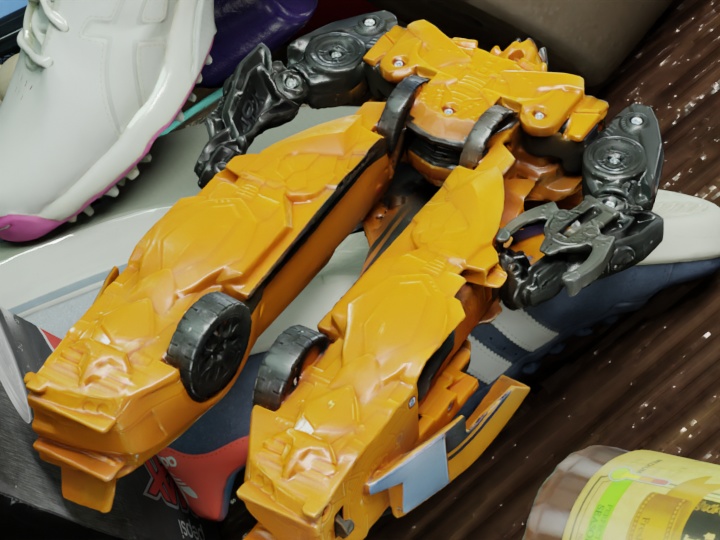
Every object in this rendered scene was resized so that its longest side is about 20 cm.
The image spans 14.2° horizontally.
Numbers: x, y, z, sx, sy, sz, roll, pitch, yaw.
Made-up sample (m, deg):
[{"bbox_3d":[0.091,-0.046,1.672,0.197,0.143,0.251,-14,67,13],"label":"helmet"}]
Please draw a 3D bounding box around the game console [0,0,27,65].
[{"bbox_3d":[-0.131,-0.190,1.142,0.199,0.119,0.173,-25,46,10],"label":"game console"}]

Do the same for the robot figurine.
[{"bbox_3d":[0.000,0.000,0.832,0.144,0.058,0.200,23,48,23],"label":"robot figurine"}]

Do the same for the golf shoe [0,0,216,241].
[{"bbox_3d":[-0.078,-0.105,0.918,0.201,0.091,0.075,-56,32,2],"label":"golf shoe"}]

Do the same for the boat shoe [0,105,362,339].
[{"bbox_3d":[-0.073,0.005,0.961,0.200,0.072,0.070,-20,26,-5],"label":"boat shoe"}]

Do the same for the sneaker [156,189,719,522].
[{"bbox_3d":[0.026,0.028,0.921,0.199,0.085,0.075,-13,13,-8],"label":"sneaker"}]

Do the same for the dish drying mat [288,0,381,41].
[{"bbox_3d":[-0.061,-0.138,1.004,0.076,0.200,0.018,-11,59,21],"label":"dish drying mat"}]

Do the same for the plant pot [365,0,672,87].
[{"bbox_3d":[0.068,-0.163,0.984,0.200,0.200,0.175,22,86,39],"label":"plant pot"}]

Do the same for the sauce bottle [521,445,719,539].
[{"bbox_3d":[0.132,0.091,0.784,0.199,0.065,0.065,7,58,47],"label":"sauce bottle"}]

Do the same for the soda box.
[{"bbox_3d":[-0.107,0.061,0.865,0.063,0.200,0.071,-22,72,11],"label":"soda box"}]

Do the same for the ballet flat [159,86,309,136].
[{"bbox_3d":[-0.097,0.006,1.011,0.199,0.068,0.076,-28,71,5],"label":"ballet flat"}]

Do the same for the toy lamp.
[{"bbox_3d":[-0.099,-0.077,1.043,0.199,0.058,0.058,-20,45,38],"label":"toy lamp"}]
